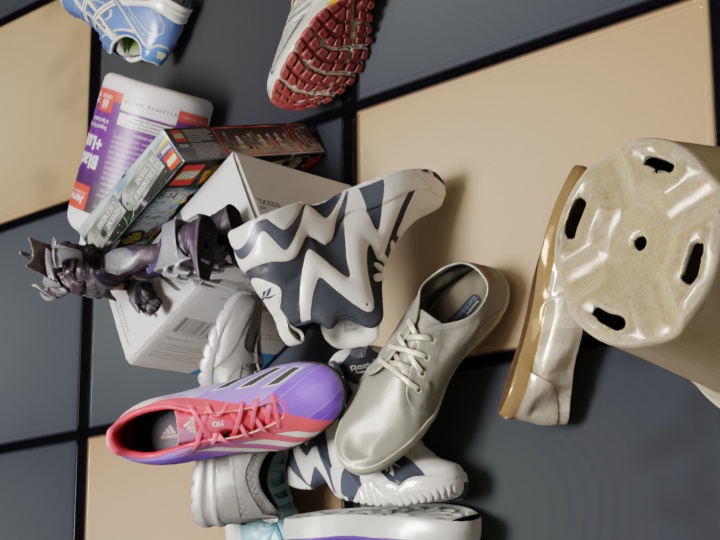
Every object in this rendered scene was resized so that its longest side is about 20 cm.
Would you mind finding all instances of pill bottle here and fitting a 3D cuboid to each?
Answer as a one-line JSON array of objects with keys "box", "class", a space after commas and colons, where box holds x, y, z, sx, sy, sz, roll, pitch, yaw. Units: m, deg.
[{"box": [-0.221, -0.082, 1.719, 0.111, 0.111, 0.202, 20, 96, 47], "class": "pill bottle"}]

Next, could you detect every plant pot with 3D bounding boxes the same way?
[{"box": [0.234, -0.005, 1.163, 0.200, 0.183, 0.202, -13, 71, 44], "class": "plant pot"}]

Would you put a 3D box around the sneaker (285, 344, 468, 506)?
[{"box": [0.013, 0.120, 1.445, 0.199, 0.079, 0.131, 2, 91, 57], "class": "sneaker"}]

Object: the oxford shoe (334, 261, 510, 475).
[{"box": [0.043, 0.070, 1.387, 0.075, 0.058, 0.200, 33, 80, 31], "class": "oxford shoe"}]

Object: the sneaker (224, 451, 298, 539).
[{"box": [-0.071, 0.220, 1.525, 0.082, 0.074, 0.202, -5, 87, 41], "class": "sneaker"}]

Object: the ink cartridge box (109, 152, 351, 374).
[{"box": [-0.104, 0.002, 1.550, 0.200, 0.144, 0.084, -44, 51, 31], "class": "ink cartridge box"}]

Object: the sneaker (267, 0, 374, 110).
[{"box": [-0.028, -0.236, 1.586, 0.082, 0.078, 0.201, 31, 94, 50], "class": "sneaker"}]

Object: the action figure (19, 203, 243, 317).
[{"box": [-0.192, -0.003, 1.450, 0.199, 0.130, 0.070, -14, 78, 31], "class": "action figure"}]

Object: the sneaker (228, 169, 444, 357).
[{"box": [0.000, 0.000, 1.424, 0.079, 0.198, 0.130, -20, 89, 50], "class": "sneaker"}]

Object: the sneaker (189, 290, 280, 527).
[{"box": [-0.092, 0.118, 1.488, 0.081, 0.075, 0.202, 4, 92, 9], "class": "sneaker"}]

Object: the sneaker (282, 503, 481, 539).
[{"box": [0.020, 0.266, 1.417, 0.199, 0.080, 0.148, -8, 87, 39], "class": "sneaker"}]

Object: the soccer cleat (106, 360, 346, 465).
[{"box": [-0.107, 0.119, 1.409, 0.199, 0.073, 0.069, -13, 87, 20], "class": "soccer cleat"}]

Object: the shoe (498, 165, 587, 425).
[{"box": [0.155, 0.021, 1.344, 0.053, 0.070, 0.202, 15, 87, 5], "class": "shoe"}]

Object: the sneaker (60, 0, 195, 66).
[{"box": [-0.253, -0.261, 1.822, 0.199, 0.075, 0.078, 17, 89, 49], "class": "sneaker"}]

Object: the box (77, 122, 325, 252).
[{"box": [-0.138, -0.071, 1.564, 0.137, 0.199, 0.040, -46, 69, 31], "class": "box"}]
